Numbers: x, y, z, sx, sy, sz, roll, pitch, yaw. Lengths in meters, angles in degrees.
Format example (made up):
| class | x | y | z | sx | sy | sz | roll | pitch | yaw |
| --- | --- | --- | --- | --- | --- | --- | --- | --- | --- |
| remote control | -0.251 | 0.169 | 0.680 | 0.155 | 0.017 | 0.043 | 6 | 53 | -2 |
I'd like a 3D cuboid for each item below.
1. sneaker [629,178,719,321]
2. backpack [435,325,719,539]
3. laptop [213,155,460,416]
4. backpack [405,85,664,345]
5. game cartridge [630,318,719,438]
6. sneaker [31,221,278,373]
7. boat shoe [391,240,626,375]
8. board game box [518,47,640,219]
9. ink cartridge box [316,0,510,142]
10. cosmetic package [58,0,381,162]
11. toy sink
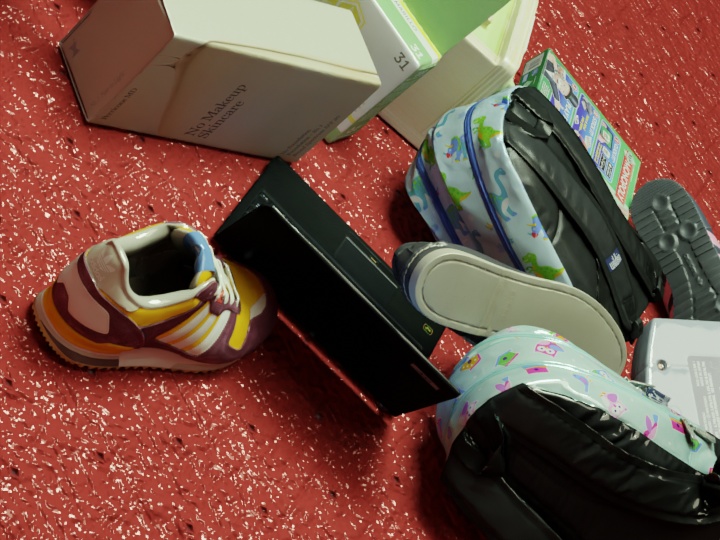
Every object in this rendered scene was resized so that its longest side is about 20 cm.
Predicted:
| class | x | y | z | sx | sy | sz | roll | pitch | yaw |
| --- | --- | --- | --- | --- | --- | --- | --- | --- | --- |
| sneaker | 0.287 | 0.022 | 1.926 | 0.082 | 0.070 | 0.201 | 35 | 37 | -66 |
| backpack | 0.141 | 0.133 | 1.571 | 0.200 | 0.167 | 0.127 | 34 | 16 | -18 |
| laptop | 0.000 | 0.000 | 1.563 | 0.177 | 0.103 | 0.200 | 45 | 33 | -8 |
| backpack | 0.126 | -0.038 | 1.729 | 0.163 | 0.153 | 0.201 | -55 | 131 | -50 |
| game cartridge | 0.267 | 0.132 | 1.708 | 0.133 | 0.041 | 0.201 | 6 | 60 | -22 |
| sneaker | -0.105 | 0.013 | 1.434 | 0.200 | 0.090 | 0.075 | -7 | 62 | -52 |
| boat shoe | 0.105 | 0.028 | 1.628 | 0.200 | 0.073 | 0.063 | 26 | 5 | -33 |
| board game box | 0.171 | -0.082 | 1.903 | 0.135 | 0.029 | 0.200 | 50 | 30 | -19 |
| ink cartridge box | 0.012 | -0.209 | 1.698 | 0.146 | 0.200 | 0.048 | 55 | 32 | 5 |
| cosmetic package | -0.094 | -0.143 | 1.596 | 0.200 | 0.103 | 0.073 | 7 | 52 | -46 |
| toy sink | 0.064 | -0.183 | 1.820 | 0.200 | 0.112 | 0.131 | 41 | 34 | -14 |
